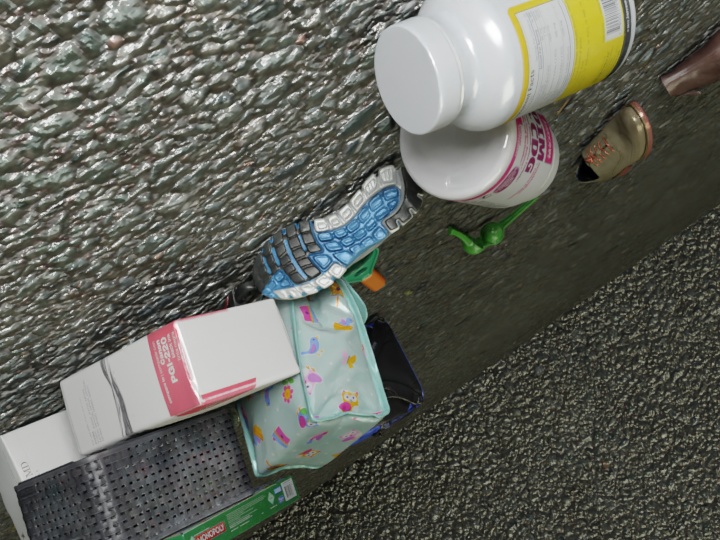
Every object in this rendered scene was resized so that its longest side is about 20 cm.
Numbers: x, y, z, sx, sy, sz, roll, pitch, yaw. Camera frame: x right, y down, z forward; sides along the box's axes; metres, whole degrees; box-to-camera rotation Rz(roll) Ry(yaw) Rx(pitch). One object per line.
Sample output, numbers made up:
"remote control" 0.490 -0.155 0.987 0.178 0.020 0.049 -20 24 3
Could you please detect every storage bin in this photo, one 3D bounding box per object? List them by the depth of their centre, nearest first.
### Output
"storage bin" -0.218 0.215 0.897 0.134 0.096 0.198 -24 172 34

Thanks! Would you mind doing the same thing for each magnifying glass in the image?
"magnifying glass" 0.000 0.000 1.168 0.079 0.023 0.200 -36 165 5

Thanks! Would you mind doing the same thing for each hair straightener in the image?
"hair straightener" -0.145 0.083 1.011 0.041 0.078 0.200 -10 151 -51

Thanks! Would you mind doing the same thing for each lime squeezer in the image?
"lime squeezer" 0.186 -0.064 1.356 0.198 0.037 0.072 -21 129 -38

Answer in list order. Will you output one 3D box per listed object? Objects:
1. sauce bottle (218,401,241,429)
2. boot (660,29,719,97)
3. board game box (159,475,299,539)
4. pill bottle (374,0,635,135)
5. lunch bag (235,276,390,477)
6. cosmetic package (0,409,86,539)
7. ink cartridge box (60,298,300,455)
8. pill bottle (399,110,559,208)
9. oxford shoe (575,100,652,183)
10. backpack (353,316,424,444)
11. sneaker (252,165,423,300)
"sauce bottle" -0.114 0.116 1.132 0.200 0.065 0.065 -43 174 -42
"boot" 0.517 -0.303 1.284 0.165 0.074 0.198 -30 171 33
"board game box" -0.166 0.265 0.930 0.133 0.030 0.199 -23 174 25
"pill bottle" 0.111 -0.175 0.707 0.197 0.113 0.112 -25 163 -27
"lunch bag" -0.067 0.101 1.013 0.120 0.204 0.171 2 148 -33
"cosmetic package" -0.296 0.208 1.020 0.198 0.109 0.085 -21 162 -43
"ink cartridge box" -0.182 0.107 0.914 0.198 0.086 0.144 -28 170 35
"pill bottle" 0.126 -0.121 0.896 0.113 0.114 0.199 -40 164 22
"oxford shoe" 0.361 -0.172 1.309 0.074 0.071 0.201 -25 162 -8
"backpack" -0.025 0.204 1.456 0.198 0.164 0.168 -24 165 -35
"sneaker" -0.021 -0.029 0.954 0.197 0.076 0.087 -31 173 -5
